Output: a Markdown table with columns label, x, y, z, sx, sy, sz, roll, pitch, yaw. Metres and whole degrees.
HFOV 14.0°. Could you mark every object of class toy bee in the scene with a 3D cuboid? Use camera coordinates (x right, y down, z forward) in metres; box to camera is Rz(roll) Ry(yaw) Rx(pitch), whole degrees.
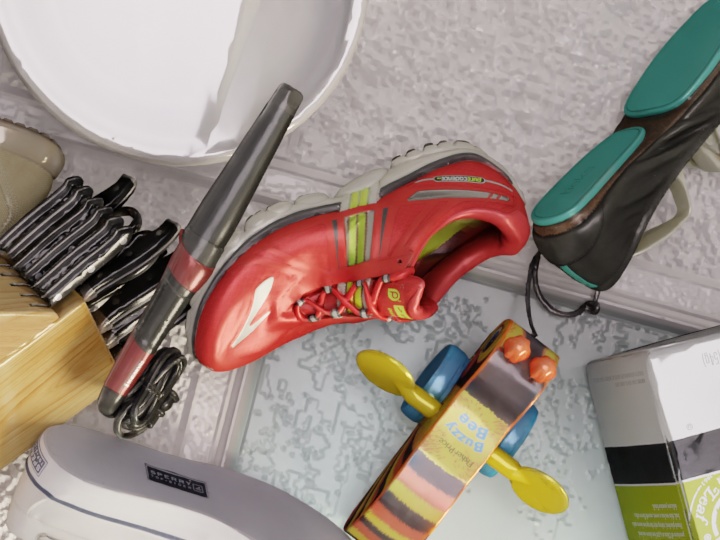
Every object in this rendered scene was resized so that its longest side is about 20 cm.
| label | x | y | z | sx | sy | sz | roll | pitch | yaw |
| --- | --- | --- | --- | --- | --- | --- | --- | --- | --- |
| toy bee | 0.060 | 0.065 | 1.568 | 0.130 | 0.109 | 0.201 | 16 | 83 | -7 |

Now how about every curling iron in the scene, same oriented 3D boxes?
| label | x | y | z | sx | sy | sz | roll | pitch | yaw |
| --- | --- | --- | --- | --- | --- | --- | --- | --- | --- |
| curling iron | -0.083 | -0.006 | 1.510 | 0.026 | 0.050 | 0.201 | 28 | 99 | 21 |

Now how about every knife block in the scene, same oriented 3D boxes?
| label | x | y | z | sx | sy | sz | roll | pitch | yaw |
| --- | --- | --- | --- | --- | --- | --- | --- | --- | --- |
| knife block | -0.171 | 0.046 | 1.545 | 0.175 | 0.064 | 0.200 | 2 | 120 | -42 |

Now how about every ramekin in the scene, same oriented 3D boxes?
| label | x | y | z | sx | sy | sz | roll | pitch | yaw |
| --- | --- | --- | --- | --- | --- | --- | --- | --- | --- |
| ramekin | -0.100 | -0.151 | 1.563 | 0.202 | 0.094 | 0.203 | 1 | 85 | -9 |

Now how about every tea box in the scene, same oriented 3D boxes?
| label | x | y | z | sx | sy | sz | roll | pitch | yaw |
| --- | --- | --- | --- | --- | --- | --- | --- | --- | --- |
| tea box | 0.251 | 0.116 | 1.583 | 0.199 | 0.134 | 0.197 | -15 | 89 | -11 |

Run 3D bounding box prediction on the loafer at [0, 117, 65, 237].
| label | x | y | z | sx | sy | sz | roll | pitch | yaw |
| --- | --- | --- | --- | --- | --- | --- | --- | --- | --- |
| loafer | -0.256 | -0.063 | 1.538 | 0.199 | 0.076 | 0.069 | 15 | 77 | -9 |

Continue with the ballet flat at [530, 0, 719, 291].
| label | x | y | z | sx | sy | sz | roll | pitch | yaw |
| --- | --- | --- | --- | --- | --- | --- | --- | --- | --- |
| ballet flat | 0.166 | -0.067 | 1.616 | 0.200 | 0.068 | 0.068 | -48 | 115 | -21 |

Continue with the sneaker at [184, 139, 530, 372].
| label | x | y | z | sx | sy | sz | roll | pitch | yaw |
| --- | --- | --- | --- | --- | --- | --- | --- | --- | --- |
| sneaker | 0.000 | 0.000 | 1.562 | 0.200 | 0.077 | 0.085 | -30 | 49 | -10 |

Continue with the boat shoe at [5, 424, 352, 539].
| label | x | y | z | sx | sy | sz | roll | pitch | yaw |
| --- | --- | --- | --- | --- | --- | --- | --- | --- | --- |
| boat shoe | -0.092 | 0.143 | 1.562 | 0.199 | 0.074 | 0.065 | 24 | 115 | -15 |
